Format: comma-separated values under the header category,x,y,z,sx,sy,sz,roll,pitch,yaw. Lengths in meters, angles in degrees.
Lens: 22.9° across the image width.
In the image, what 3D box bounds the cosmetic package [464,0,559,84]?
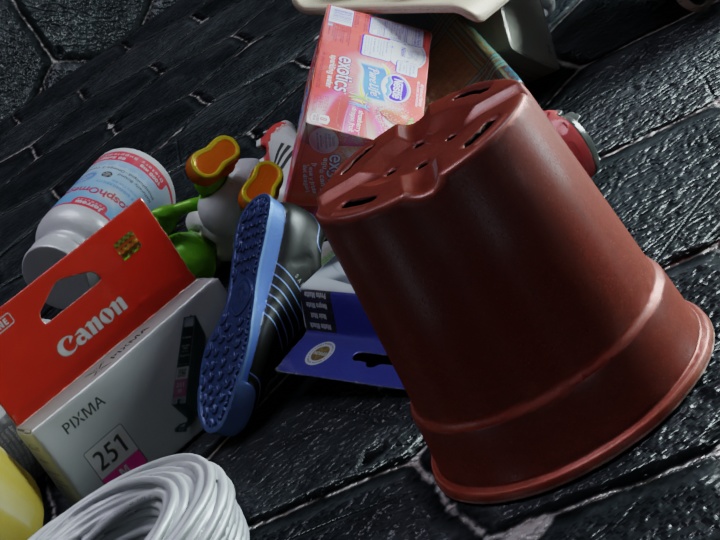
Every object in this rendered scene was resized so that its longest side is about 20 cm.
category,x,y,z,sx,sy,sz,roll,pitch,yaw
cosmetic package,0.080,-0.207,1.742,0.200,0.088,0.103,-21,-18,29

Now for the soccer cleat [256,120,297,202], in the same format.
category,x,y,z,sx,sy,sz,roll,pitch,yaw
soccer cleat,-0.061,-0.105,1.823,0.085,0.069,0.200,-20,24,11

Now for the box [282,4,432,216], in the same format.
category,x,y,z,sx,sy,sz,roll,pitch,yaw
box,0.000,-0.133,1.537,0.200,0.102,0.095,-84,9,-52

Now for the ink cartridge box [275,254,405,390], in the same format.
category,x,y,z,sx,sy,sz,roll,pitch,yaw
ink cartridge box,0.050,0.008,1.335,0.199,0.041,0.200,3,40,47

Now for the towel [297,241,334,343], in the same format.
category,x,y,z,sx,sy,sz,roll,pitch,yaw
towel,0.000,0.000,1.512,0.149,0.031,0.200,-34,20,4

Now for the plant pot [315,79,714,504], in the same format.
category,x,y,z,sx,sy,sz,roll,pitch,yaw
plant pot,0.082,0.003,1.086,0.200,0.196,0.201,-29,18,10

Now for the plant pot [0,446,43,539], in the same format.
category,x,y,z,sx,sy,sz,roll,pitch,yaw
plant pot,-0.348,0.170,1.326,0.200,0.189,0.201,-20,53,28

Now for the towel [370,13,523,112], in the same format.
category,x,y,z,sx,sy,sz,roll,pitch,yaw
towel,0.052,-0.179,1.663,0.147,0.022,0.200,-48,49,13

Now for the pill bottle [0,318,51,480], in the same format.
category,x,y,z,sx,sy,sz,roll,pitch,yaw
pill bottle,-0.316,0.138,1.537,0.114,0.114,0.200,-14,25,44

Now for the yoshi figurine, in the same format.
category,x,y,z,sx,sy,sz,roll,pitch,yaw
yoshi figurine,-0.145,-0.038,1.701,0.112,0.113,0.200,-7,-23,-19

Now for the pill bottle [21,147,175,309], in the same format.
category,x,y,z,sx,sy,sz,roll,pitch,yaw
pill bottle,-0.292,-0.045,1.973,0.109,0.109,0.200,-21,22,33

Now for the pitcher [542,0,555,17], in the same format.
category,x,y,z,sx,sy,sz,roll,pitch,yaw
pitcher,0.095,-0.284,1.849,0.171,0.122,0.200,-12,-16,29

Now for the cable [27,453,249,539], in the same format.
category,x,y,z,sx,sy,sz,roll,pitch,yaw
cable,-0.162,0.205,1.181,0.200,0.069,0.200,-40,19,-23

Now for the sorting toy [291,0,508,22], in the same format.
category,x,y,z,sx,sy,sz,roll,pitch,yaw
sorting toy,0.062,-0.282,1.647,0.200,0.037,0.185,9,33,31

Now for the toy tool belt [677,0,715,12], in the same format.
category,x,y,z,sx,sy,sz,roll,pitch,yaw
toy tool belt,0.360,-0.326,1.587,0.200,0.125,0.123,-40,11,-18

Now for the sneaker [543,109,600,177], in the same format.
category,x,y,z,sx,sy,sz,roll,pitch,yaw
sneaker,0.109,-0.087,1.469,0.098,0.071,0.200,-37,20,-19

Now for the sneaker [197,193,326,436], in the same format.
category,x,y,z,sx,sy,sz,roll,pitch,yaw
sneaker,-0.069,0.041,1.407,0.070,0.078,0.201,-10,62,54

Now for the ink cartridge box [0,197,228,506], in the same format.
category,x,y,z,sx,sy,sz,roll,pitch,yaw
ink cartridge box,-0.191,0.068,1.409,0.200,0.174,0.044,-41,20,-23
